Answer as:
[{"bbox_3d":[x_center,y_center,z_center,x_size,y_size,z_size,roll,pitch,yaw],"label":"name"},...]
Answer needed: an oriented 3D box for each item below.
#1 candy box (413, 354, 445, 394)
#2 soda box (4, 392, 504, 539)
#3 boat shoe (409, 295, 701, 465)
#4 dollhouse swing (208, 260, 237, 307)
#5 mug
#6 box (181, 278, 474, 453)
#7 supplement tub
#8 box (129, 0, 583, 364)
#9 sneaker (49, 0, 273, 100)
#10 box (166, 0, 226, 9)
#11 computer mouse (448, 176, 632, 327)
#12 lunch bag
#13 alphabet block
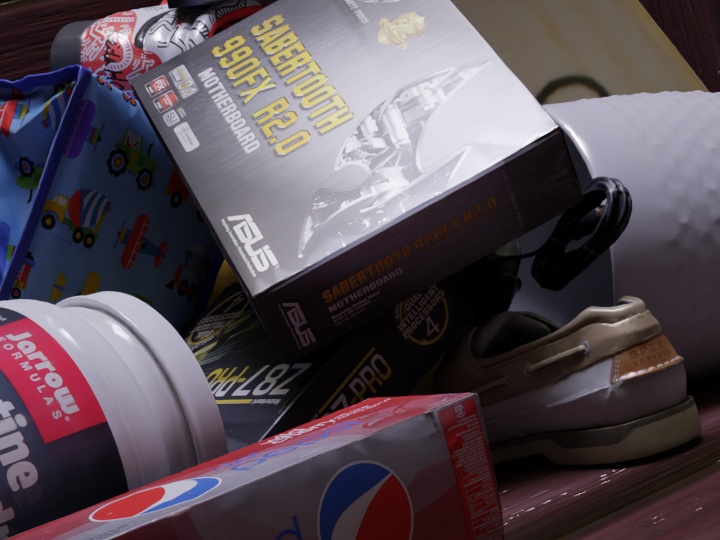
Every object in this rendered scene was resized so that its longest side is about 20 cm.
[{"bbox_3d":[0.000,0.000,1.063,0.026,0.200,0.102,-45,-1,16],"label":"candy box"},{"bbox_3d":[-0.041,0.103,0.728,0.199,0.064,0.070,-18,6,-37],"label":"soda box"},{"bbox_3d":[0.074,0.053,0.932,0.074,0.069,0.199,-19,5,-42],"label":"boat shoe"},{"bbox_3d":[-0.092,0.056,1.210,0.199,0.176,0.182,-37,50,-4],"label":"dollhouse swing"},{"bbox_3d":[0.164,-0.006,1.030,0.174,0.149,0.201,-8,-29,-21],"label":"mug"},{"bbox_3d":[-0.055,0.067,0.960,0.161,0.049,0.199,-49,20,-25],"label":"box"},{"bbox_3d":[-0.164,0.092,0.779,0.199,0.142,0.140,-19,6,-41],"label":"supplement tub"},{"bbox_3d":[-0.008,-0.064,0.940,0.157,0.049,0.200,-29,41,-3],"label":"box"},{"bbox_3d":[-0.077,-0.125,1.110,0.107,0.068,0.201,2,14,26],"label":"sneaker"},{"bbox_3d":[-0.048,-0.184,1.111,0.109,0.035,0.200,-8,14,3],"label":"box"},{"bbox_3d":[0.082,-0.003,0.960,0.034,0.059,0.200,23,-19,-17],"label":"computer mouse"},{"bbox_3d":[-0.150,0.016,1.035,0.093,0.202,0.150,-1,-19,34],"label":"lunch bag"},{"bbox_3d":[0.063,-0.096,1.171,0.195,0.200,0.196,-43,15,-9],"label":"alphabet block"}]
